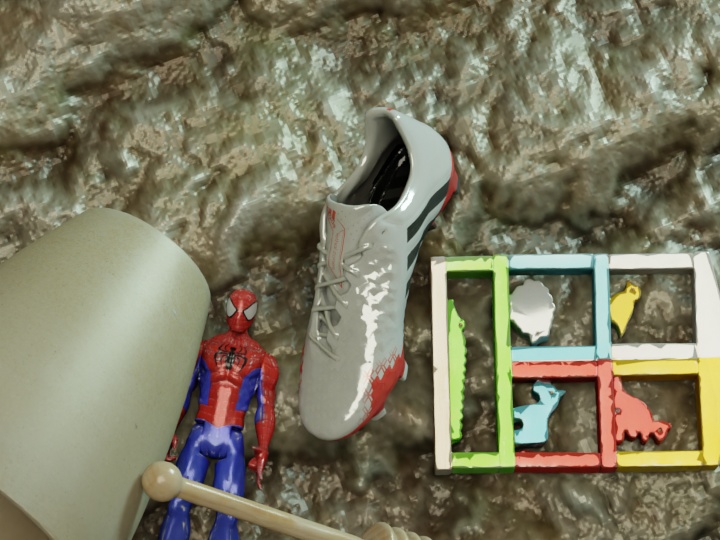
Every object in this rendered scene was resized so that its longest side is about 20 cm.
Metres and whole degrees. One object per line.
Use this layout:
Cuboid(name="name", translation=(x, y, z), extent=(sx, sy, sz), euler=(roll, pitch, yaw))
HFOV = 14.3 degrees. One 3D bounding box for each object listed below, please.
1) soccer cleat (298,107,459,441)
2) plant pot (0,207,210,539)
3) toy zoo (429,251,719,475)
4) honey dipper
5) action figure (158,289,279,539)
Cuboid(name="soccer cleat", translation=(0.000, 0.000, 1.683), extent=(0.068, 0.085, 0.201), euler=(10, 71, 33))
Cuboid(name="plant pot", translation=(-0.177, 0.067, 1.636), extent=(0.187, 0.187, 0.200), euler=(31, 63, 6))
Cuboid(name="toy zoo", translation=(0.142, 0.055, 1.713), extent=(0.199, 0.020, 0.132), euler=(0, 76, -1))
Cuboid(name="honey dipper", translation=(-0.038, 0.145, 1.629), extent=(0.200, 0.038, 0.038), euler=(21, 74, -28))
Cuboid(name="action figure", translation=(-0.085, 0.107, 1.683), extent=(0.065, 0.052, 0.201), euler=(8, 74, 5))
